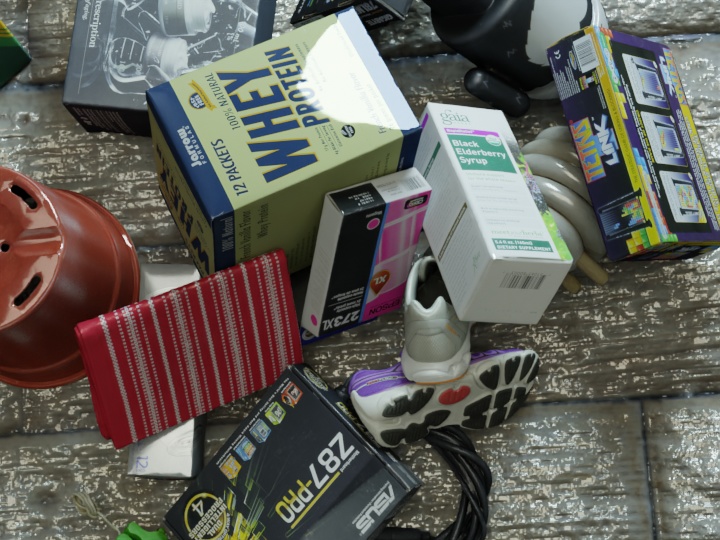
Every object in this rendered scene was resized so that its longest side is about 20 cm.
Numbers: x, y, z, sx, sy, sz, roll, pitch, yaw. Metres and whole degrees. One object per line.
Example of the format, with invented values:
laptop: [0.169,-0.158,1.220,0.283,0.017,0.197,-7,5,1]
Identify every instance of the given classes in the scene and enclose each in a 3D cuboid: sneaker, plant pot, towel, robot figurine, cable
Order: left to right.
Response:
plant pot: [-0.322,-0.001,1.225,0.197,0.195,0.204,-1,79,4]
towel: [-0.149,0.070,1.180,0.198,0.146,0.023,-21,40,-17]
cable: [0.029,0.204,1.242,0.199,0.051,0.164,36,84,8]
sneaker: [0.078,0.012,1.208,0.074,0.201,0.093,-1,122,8]
sneaker: [0.079,0.097,1.222,0.198,0.082,0.084,-6,36,-30]
robot figurine: [0.148,-0.242,1.246,0.150,0.199,0.126,-46,41,21]

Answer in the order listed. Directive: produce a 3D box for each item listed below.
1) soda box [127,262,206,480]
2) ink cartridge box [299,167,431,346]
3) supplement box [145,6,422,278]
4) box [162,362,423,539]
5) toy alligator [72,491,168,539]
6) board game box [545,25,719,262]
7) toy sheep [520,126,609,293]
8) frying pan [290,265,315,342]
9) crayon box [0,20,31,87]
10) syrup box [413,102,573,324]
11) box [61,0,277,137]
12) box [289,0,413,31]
soda box: [-0.180,0.097,1.264,0.062,0.068,0.203,2,79,3]
ink cartridge box: [0.000,0.000,1.198,0.094,0.201,0.037,-18,54,-28]
supplement box: [-0.071,-0.097,1.188,0.198,0.200,0.135,-24,71,-14]
box: [-0.065,0.212,1.214,0.161,0.049,0.200,44,101,14]
toy alligator: [-0.188,0.272,1.243,0.200,0.059,0.054,47,45,10]
board game box: [0.254,-0.111,1.197,0.056,0.164,0.203,-22,77,34]
toy sheep: [0.188,-0.056,1.242,0.137,0.138,0.201,29,64,8]
frying pan: [-0.050,-0.015,1.295,0.114,0.031,0.191,30,78,10]
crayon box: [-0.400,-0.265,1.275,0.051,0.200,0.126,-42,80,-5]
syrup box: [0.106,-0.053,1.158,0.078,0.082,0.202,4,45,-23]
box: [-0.182,-0.237,1.307,0.179,0.104,0.203,6,80,3]
box: [0.025,-0.323,1.266,0.049,0.198,0.202,29,80,-24]
